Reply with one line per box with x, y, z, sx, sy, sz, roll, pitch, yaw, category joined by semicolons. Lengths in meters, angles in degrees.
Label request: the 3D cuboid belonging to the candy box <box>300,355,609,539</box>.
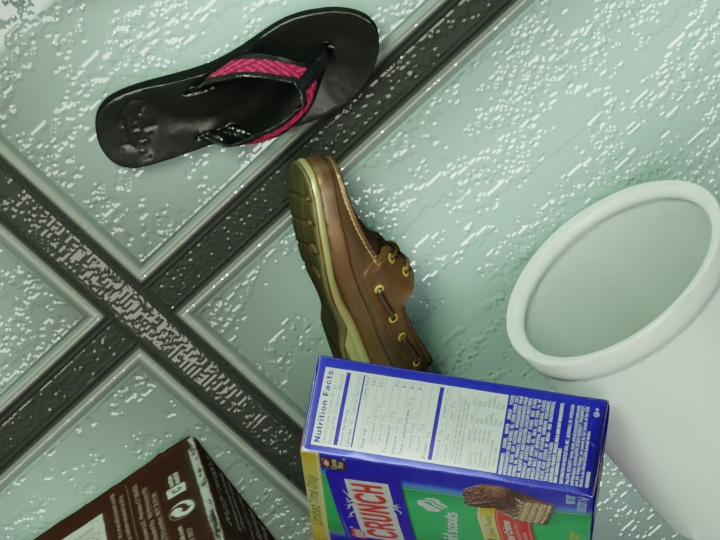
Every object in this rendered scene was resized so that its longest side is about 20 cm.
0.064;0.137;1.749;0.199;0.077;0.169;9;155;7;candy box

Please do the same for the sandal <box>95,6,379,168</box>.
-0.077;-0.112;1.690;0.199;0.045;0.075;-21;118;-2;sandal

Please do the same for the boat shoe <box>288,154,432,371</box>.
0.000;0.001;1.752;0.067;0.072;0.201;-22;125;-7;boat shoe

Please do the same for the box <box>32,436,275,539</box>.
-0.119;0.262;1.793;0.164;0.166;0.200;-34;118;4;box

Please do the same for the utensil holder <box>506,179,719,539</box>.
0.224;0.065;1.779;0.170;0.170;0.200;-37;120;6;utensil holder
